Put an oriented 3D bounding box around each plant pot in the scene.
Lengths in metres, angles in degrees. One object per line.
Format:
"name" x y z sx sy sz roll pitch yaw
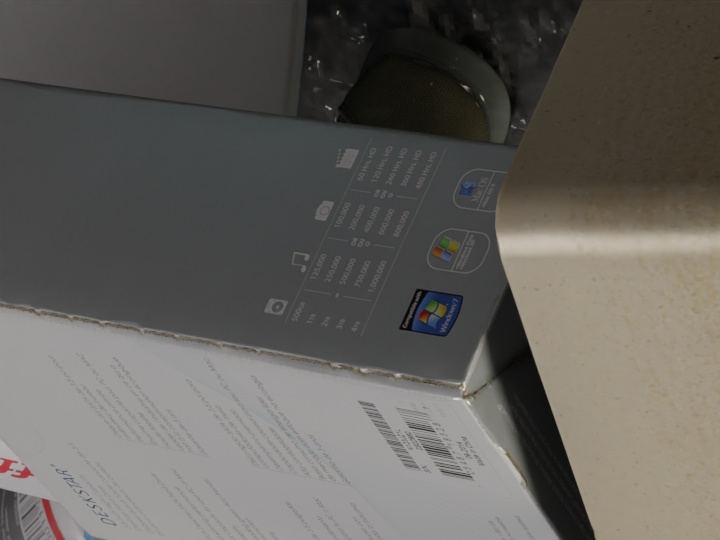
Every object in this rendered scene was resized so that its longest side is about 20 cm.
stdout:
"plant pot" 0.168 -0.004 0.783 0.176 0.200 0.200 -2 130 24

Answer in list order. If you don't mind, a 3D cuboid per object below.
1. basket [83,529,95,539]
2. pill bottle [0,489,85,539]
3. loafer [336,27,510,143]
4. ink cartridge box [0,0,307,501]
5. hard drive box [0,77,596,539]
"basket" -0.011 0.164 1.061 0.175 0.139 0.201 0 101 24
"pill bottle" -0.111 0.123 1.232 0.114 0.114 0.200 39 143 -5
"loafer" 0.000 0.000 1.054 0.075 0.070 0.201 25 141 13
"ink cartridge box" -0.121 -0.037 1.012 0.146 0.147 0.200 15 146 -15
"hard drive box" -0.017 0.027 0.839 0.199 0.077 0.156 9 152 30
